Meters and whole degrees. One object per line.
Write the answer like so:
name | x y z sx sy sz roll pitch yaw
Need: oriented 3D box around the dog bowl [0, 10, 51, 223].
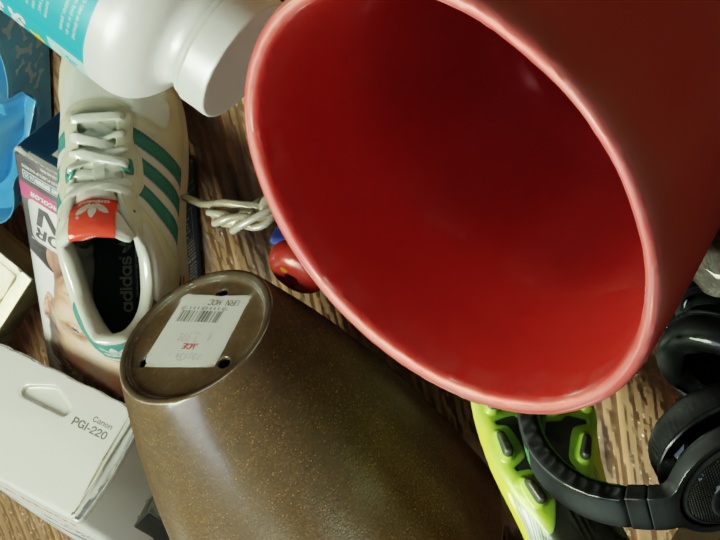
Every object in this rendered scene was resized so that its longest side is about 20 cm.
dog bowl | -0.245 -0.119 1.133 0.111 0.050 0.201 32 142 19

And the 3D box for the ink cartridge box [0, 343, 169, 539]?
ink cartridge box | -0.177 0.144 1.226 0.145 0.085 0.200 21 161 31

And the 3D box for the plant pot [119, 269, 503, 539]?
plant pot | -0.044 0.100 0.989 0.186 0.187 0.201 7 142 41

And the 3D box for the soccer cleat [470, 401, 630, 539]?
soccer cleat | 0.098 0.125 0.886 0.084 0.064 0.201 106 147 -56

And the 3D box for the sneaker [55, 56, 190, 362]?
sneaker | -0.136 -0.045 0.997 0.070 0.093 0.202 -6 88 5

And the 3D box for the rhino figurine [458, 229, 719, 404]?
rhino figurine | 0.115 0.003 0.826 0.199 0.088 0.060 -13 115 22

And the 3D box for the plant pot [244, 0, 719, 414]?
plant pot | 0.081 -0.073 0.733 0.200 0.177 0.201 28 141 25

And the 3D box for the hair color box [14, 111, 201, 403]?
hair color box | -0.157 0.000 1.149 0.100 0.061 0.201 27 141 25

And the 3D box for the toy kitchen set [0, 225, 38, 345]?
toy kitchen set | -0.312 0.016 1.302 0.163 0.180 0.200 38 109 6

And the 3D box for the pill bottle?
pill bottle | -0.134 -0.164 0.922 0.200 0.111 0.111 37 144 13

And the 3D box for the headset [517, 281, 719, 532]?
headset | 0.175 0.071 0.839 0.198 0.124 0.094 -3 138 18

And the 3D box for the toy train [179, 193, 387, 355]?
toy train | 0.000 0.000 0.981 0.199 0.085 0.116 6 142 42

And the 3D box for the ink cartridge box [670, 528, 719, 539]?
ink cartridge box | 0.255 0.207 0.889 0.146 0.084 0.201 -7 124 52
